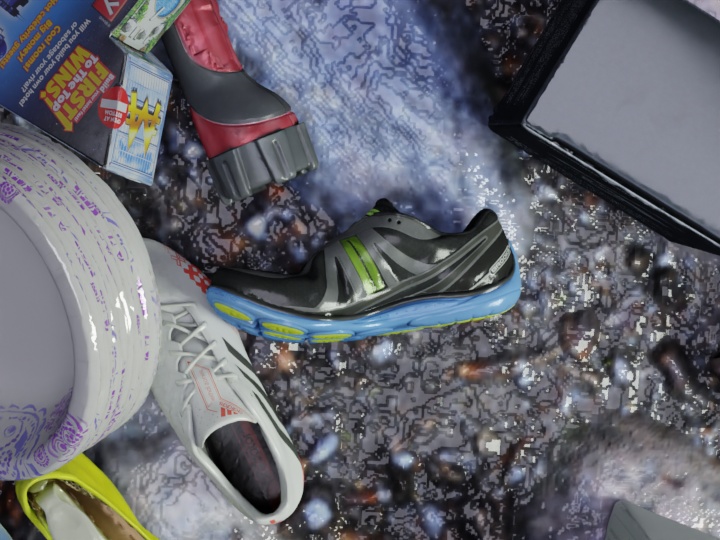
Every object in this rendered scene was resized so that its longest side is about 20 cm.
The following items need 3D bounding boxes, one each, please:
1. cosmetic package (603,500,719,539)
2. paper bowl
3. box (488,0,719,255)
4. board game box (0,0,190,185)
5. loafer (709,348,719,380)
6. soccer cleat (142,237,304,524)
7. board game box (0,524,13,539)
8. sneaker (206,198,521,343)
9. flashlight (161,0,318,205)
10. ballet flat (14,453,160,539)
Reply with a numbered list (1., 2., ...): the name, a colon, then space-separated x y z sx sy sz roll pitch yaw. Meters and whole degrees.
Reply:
1. cosmetic package: 0.223 0.281 1.077 0.198 0.123 0.201 20 95 -4
2. paper bowl: -0.202 0.012 1.018 0.199 0.104 0.202 15 118 29
3. box: 0.168 -0.090 1.005 0.147 0.200 0.105 31 93 -5
4. board game box: -0.163 -0.156 1.005 0.200 0.062 0.200 45 100 19
5. loafer: 0.299 0.005 1.086 0.063 0.072 0.201 36 95 -1
6. soccer cleat: -0.095 0.068 1.063 0.068 0.085 0.201 -29 95 0
7. board game box: -0.308 0.202 1.071 0.198 0.039 0.159 -11 120 -18
8. sneaker: 0.000 0.000 1.070 0.198 0.071 0.083 -8 84 -14
9. flashlight: -0.090 -0.144 1.056 0.067 0.068 0.201 -22 95 -17
10. ballet flat: -0.144 0.192 1.079 0.067 0.067 0.200 -41 95 0
